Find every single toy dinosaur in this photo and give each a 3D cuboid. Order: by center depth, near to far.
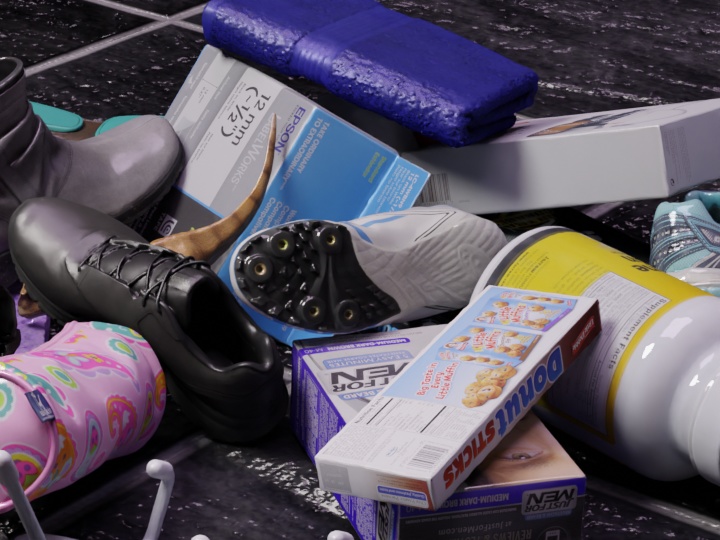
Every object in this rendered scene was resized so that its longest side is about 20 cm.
[{"bbox_3d":[-0.110,-0.002,1.578,0.200,0.106,0.060,-27,27,-18],"label":"toy dinosaur"}]

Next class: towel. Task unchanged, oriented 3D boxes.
[{"bbox_3d":[0.006,-0.136,1.699,0.200,0.050,0.148,24,24,18],"label":"towel"}]

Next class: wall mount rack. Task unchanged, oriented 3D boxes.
[{"bbox_3d":[-0.095,0.140,1.269,0.200,0.075,0.174,19,6,25],"label":"wall mount rack"}]

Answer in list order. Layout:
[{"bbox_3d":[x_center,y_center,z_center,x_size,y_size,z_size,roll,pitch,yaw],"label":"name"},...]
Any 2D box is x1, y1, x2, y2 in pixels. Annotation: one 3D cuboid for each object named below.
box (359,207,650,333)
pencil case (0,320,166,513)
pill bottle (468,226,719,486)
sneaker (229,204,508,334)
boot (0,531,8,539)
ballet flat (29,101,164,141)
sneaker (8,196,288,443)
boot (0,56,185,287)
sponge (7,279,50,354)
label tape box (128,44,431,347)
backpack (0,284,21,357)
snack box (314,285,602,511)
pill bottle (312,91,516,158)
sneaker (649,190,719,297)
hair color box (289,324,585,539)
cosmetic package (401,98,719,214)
[{"bbox_3d":[0.092,0.011,1.675,0.200,0.046,0.159,-13,28,-35],"label":"box"},{"bbox_3d":[-0.171,0.076,1.387,0.087,0.088,0.200,9,7,14],"label":"pencil case"},{"bbox_3d":[0.163,0.055,1.500,0.112,0.112,0.200,-16,31,-38],"label":"pill bottle"},{"bbox_3d":[0.000,0.000,1.538,0.200,0.072,0.072,-5,1,-39],"label":"sneaker"},{"bbox_3d":[-0.185,0.177,1.219,0.211,0.079,0.158,36,2,9],"label":"boot"},{"bbox_3d":[-0.190,-0.081,1.818,0.200,0.068,0.068,9,25,11],"label":"ballet flat"},{"bbox_3d":[-0.120,0.013,1.497,0.200,0.091,0.076,34,63,10],"label":"sneaker"},{"bbox_3d":[-0.200,-0.079,1.605,0.070,0.132,0.200,22,47,41],"label":"boot"},{"bbox_3d":[-0.251,0.020,1.628,0.111,0.030,0.200,1,25,-4],"label":"sponge"},{"bbox_3d":[-0.064,-0.046,1.655,0.066,0.143,0.200,30,2,-40],"label":"label tape box"},{"bbox_3d":[-0.322,0.006,1.442,0.200,0.191,0.154,21,56,37],"label":"backpack"},{"bbox_3d":[0.056,0.065,1.393,0.072,0.024,0.200,7,30,31],"label":"snack box"},{"bbox_3d":[0.017,-0.082,1.796,0.112,0.112,0.200,17,27,28],"label":"pill bottle"},{"bbox_3d":[0.242,-0.011,1.635,0.078,0.086,0.200,-11,-5,26],"label":"sneaker"},{"bbox_3d":[0.039,0.100,1.442,0.109,0.065,0.200,-6,27,-18],"label":"hair color box"},{"bbox_3d":[0.151,-0.076,1.714,0.200,0.052,0.151,-4,6,35],"label":"cosmetic package"}]
